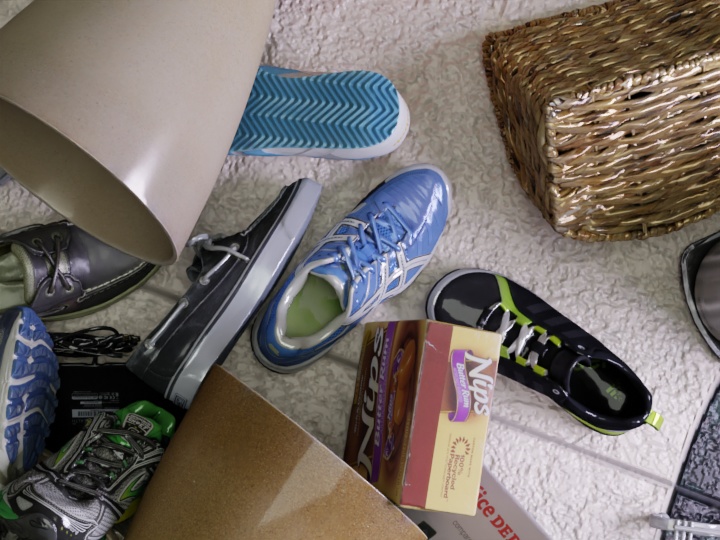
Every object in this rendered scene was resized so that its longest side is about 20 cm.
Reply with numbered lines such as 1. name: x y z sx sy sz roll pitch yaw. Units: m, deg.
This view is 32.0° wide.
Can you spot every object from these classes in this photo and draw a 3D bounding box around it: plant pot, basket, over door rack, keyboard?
1. plant pot: -0.145 -0.140 0.849 0.186 0.187 0.201 35 72 -3
2. basket: 0.211 -0.119 0.977 0.197 0.149 0.144 -17 122 -7
3. over door rack: 0.313 0.272 0.955 0.197 0.067 0.150 6 86 15
4. plant pot: -0.087 0.199 0.838 0.186 0.186 0.201 39 81 -3
5. keyboard: -0.197 0.087 0.939 0.196 0.040 0.106 0 110 -8

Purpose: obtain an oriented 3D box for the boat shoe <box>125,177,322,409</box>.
1. boat shoe: -0.099 0.003 0.919 0.068 0.074 0.201 32 72 2

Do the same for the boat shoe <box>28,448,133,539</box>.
1. boat shoe: -0.223 0.183 0.903 0.199 0.065 0.073 33 94 -6

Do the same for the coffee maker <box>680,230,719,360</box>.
1. coffee maker: 0.352 -0.013 0.918 0.135 0.200 0.192 43 83 -3

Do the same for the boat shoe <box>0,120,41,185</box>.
1. boat shoe: -0.231 -0.140 0.924 0.073 0.067 0.201 34 84 -4

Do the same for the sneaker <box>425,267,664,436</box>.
1. sneaker: 0.144 0.058 0.948 0.198 0.083 0.072 29 83 -4

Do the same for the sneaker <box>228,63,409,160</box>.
1. sneaker: -0.060 -0.116 0.942 0.197 0.081 0.078 10 87 14

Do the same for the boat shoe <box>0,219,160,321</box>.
1. boat shoe: -0.238 0.004 0.915 0.198 0.066 0.073 -16 88 -7

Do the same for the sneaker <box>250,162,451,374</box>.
1. sneaker: 0.000 0.000 0.938 0.076 0.077 0.200 41 82 -1

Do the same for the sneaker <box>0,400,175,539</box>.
1. sneaker: -0.179 0.132 0.837 0.077 0.200 0.086 34 101 0

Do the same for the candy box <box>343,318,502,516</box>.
1. candy box: 0.037 0.097 0.874 0.056 0.200 0.119 10 85 -9

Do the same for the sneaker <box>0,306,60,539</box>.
1. sneaker: -0.266 0.120 0.856 0.084 0.077 0.203 6 73 10

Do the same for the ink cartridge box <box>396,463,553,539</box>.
1. ink cartridge box: 0.049 0.244 0.887 0.199 0.146 0.085 -36 124 -7
